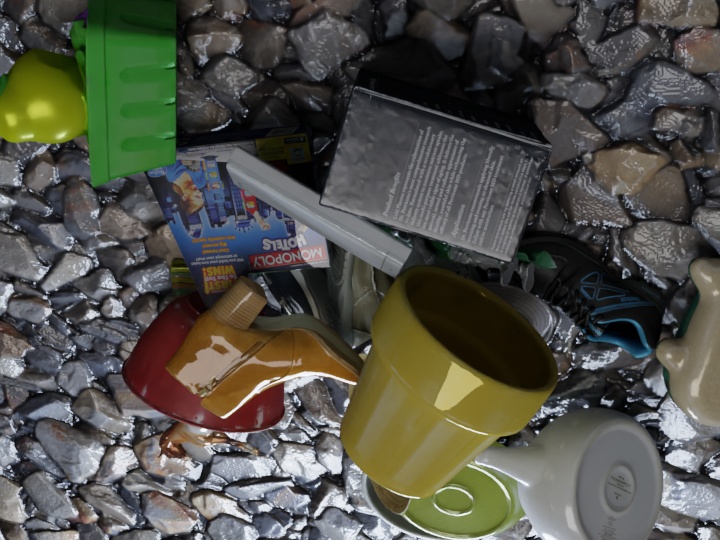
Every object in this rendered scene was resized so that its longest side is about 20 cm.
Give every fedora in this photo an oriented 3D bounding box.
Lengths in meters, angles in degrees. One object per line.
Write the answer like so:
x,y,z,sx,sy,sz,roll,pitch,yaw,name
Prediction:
0.127,0.103,1.708,0.199,0.091,0.176,-26,138,34,fedora

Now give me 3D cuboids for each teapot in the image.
0.262,0.257,1.800,0.145,0.197,0.201,-1,116,52,teapot

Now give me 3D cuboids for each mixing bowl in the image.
-0.170,0.092,1.731,0.198,0.200,0.109,17,108,-2,mixing bowl

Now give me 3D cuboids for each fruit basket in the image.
-0.287,-0.192,1.525,0.213,0.156,0.217,-3,133,-4,fruit basket

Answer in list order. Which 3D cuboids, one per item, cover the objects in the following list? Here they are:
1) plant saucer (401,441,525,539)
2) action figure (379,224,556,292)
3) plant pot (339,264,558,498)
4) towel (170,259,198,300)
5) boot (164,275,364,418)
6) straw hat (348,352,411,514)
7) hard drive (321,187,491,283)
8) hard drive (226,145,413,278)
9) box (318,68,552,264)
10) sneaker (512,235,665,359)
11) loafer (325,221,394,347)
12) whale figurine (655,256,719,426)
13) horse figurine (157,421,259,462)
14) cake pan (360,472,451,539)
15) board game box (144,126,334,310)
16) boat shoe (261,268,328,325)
0.120,0.281,1.884,0.198,0.031,0.201,7,132,8,plant saucer
0.094,-0.026,1.565,0.199,0.055,0.118,21,-177,43,action figure
0.078,0.129,1.571,0.200,0.201,0.190,27,114,-11,plant pot
-0.189,0.070,1.831,0.085,0.018,0.201,9,133,6,towel
-0.102,0.110,1.633,0.200,0.071,0.144,34,103,-19,boot
0.060,0.186,1.797,0.084,0.202,0.202,-10,136,-20,straw hat
0.044,-0.028,1.677,0.139,0.033,0.201,-18,124,27,hard drive
-0.041,-0.057,1.508,0.199,0.027,0.132,31,175,1,hard drive
0.071,-0.108,1.470,0.195,0.200,0.125,18,102,-2,box
0.248,0.028,1.645,0.198,0.082,0.073,23,134,-6,sneaker
0.000,0.000,1.654,0.069,0.075,0.201,-12,134,-17,loafer
0.394,0.069,1.650,0.158,0.104,0.202,-12,110,-10,whale figurine
-0.190,0.193,1.909,0.131,0.050,0.201,15,145,0,horse figurine
0.101,0.275,1.929,0.198,0.037,0.202,7,132,8,cake pan
-0.127,-0.052,1.634,0.198,0.062,0.202,-4,110,17,board game box
-0.071,0.035,1.733,0.061,0.075,0.201,-14,125,22,boat shoe
